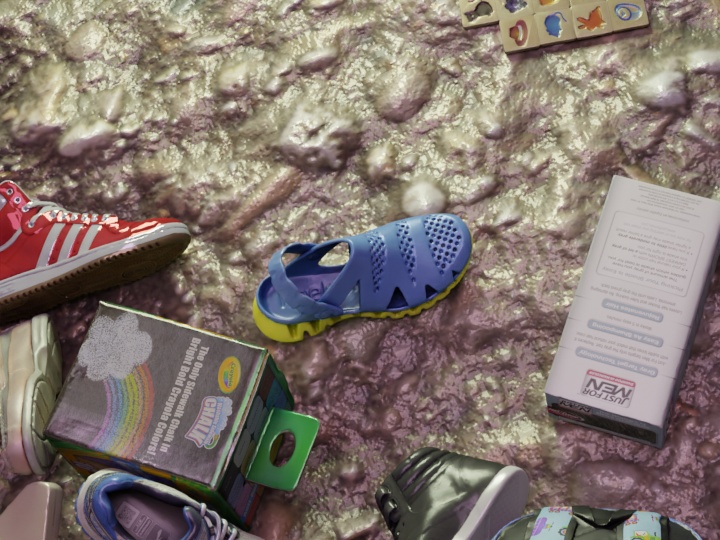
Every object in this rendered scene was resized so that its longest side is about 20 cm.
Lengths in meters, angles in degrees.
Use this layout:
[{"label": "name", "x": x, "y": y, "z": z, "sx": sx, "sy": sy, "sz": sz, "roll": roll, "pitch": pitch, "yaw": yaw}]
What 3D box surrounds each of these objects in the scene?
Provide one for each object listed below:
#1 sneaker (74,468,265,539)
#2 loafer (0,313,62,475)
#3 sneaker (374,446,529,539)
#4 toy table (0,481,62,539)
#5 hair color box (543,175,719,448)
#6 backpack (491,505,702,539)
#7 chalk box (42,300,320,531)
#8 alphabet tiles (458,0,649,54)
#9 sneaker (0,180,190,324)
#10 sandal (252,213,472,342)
[{"label": "sneaker", "x": -0.126, "y": 0.214, "z": 1.260, "sx": 0.199, "sy": 0.085, "sz": 0.078, "roll": 27, "pitch": 71, "yaw": -6}, {"label": "loafer", "x": -0.284, "y": 0.107, "z": 1.370, "sx": 0.062, "sy": 0.072, "sz": 0.200, "roll": -11, "pitch": 29, "yaw": 1}, {"label": "sneaker", "x": 0.039, "y": 0.220, "z": 1.291, "sx": 0.099, "sy": 0.071, "sz": 0.200, "roll": 19, "pitch": 58, "yaw": 38}, {"label": "toy table", "x": -0.293, "y": 0.254, "z": 1.296, "sx": 0.116, "sy": 0.184, "sz": 0.202, "roll": -1, "pitch": 91, "yaw": 25}, {"label": "hair color box", "x": 0.226, "y": 0.032, "z": 1.357, "sx": 0.098, "sy": 0.061, "sz": 0.201, "roll": 15, "pitch": 70, "yaw": 16}, {"label": "backpack", "x": 0.163, "y": 0.261, "z": 1.161, "sx": 0.181, "sy": 0.136, "sz": 0.201, "roll": -1, "pitch": 32, "yaw": 12}, {"label": "chalk box", "x": -0.130, "y": 0.125, "z": 1.345, "sx": 0.198, "sy": 0.124, "sz": 0.125, "roll": 16, "pitch": 69, "yaw": 15}, {"label": "alphabet tiles", "x": 0.185, "y": -0.283, "z": 1.529, "sx": 0.198, "sy": 0.006, "sz": 0.168, "roll": -10, "pitch": 66, "yaw": 5}, {"label": "sneaker", "x": -0.253, "y": -0.037, "z": 1.463, "sx": 0.198, "sy": 0.071, "sz": 0.113, "roll": -19, "pitch": 68, "yaw": 4}, {"label": "sandal", "x": 0.000, "y": 0.000, "z": 1.396, "sx": 0.198, "sy": 0.087, "sz": 0.080, "roll": -21, "pitch": 63, "yaw": -2}]
